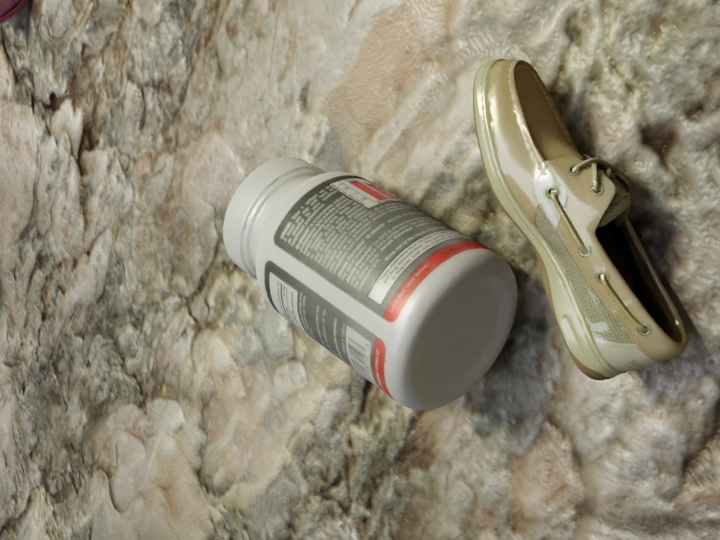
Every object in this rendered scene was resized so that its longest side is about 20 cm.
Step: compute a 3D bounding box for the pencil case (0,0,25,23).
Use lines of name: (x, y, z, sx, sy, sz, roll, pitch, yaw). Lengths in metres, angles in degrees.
pencil case: (-0.446, -0.337, 1.118, 0.200, 0.087, 0.087, 32, 124, 28)

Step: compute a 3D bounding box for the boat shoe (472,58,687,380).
boat shoe: (0.128, -0.037, 0.600, 0.065, 0.072, 0.200, -24, 86, 40)

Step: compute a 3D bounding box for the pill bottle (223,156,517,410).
pill bottle: (0.000, 0.000, 0.717, 0.200, 0.116, 0.116, 34, 125, 38)
